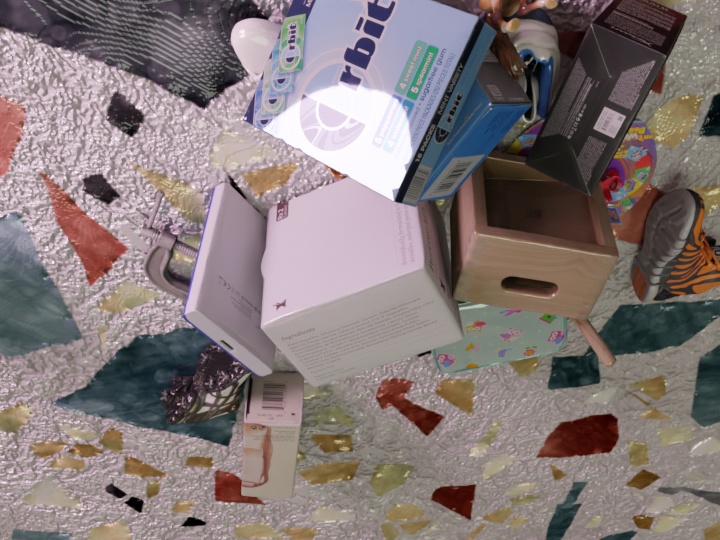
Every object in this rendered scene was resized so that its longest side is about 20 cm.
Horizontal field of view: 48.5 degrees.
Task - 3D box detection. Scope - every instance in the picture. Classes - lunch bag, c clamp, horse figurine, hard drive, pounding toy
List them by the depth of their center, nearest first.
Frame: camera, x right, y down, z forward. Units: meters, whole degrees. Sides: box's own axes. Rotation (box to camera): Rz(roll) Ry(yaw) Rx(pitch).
[{"bbox_3d":[0.151,-0.276,0.706,0.050,0.133,0.200,16,111,-17],"label":"horse figurine"},{"bbox_3d":[0.207,-0.016,0.915,0.200,0.184,0.142,9,133,-4],"label":"pounding toy"},{"bbox_3d":[-0.140,0.008,0.940,0.025,0.200,0.132,-23,132,26],"label":"hard drive"},{"bbox_3d":[-0.198,0.003,1.021,0.200,0.027,0.171,30,137,-15],"label":"c clamp"},{"bbox_3d":[0.183,0.065,1.109,0.200,0.077,0.161,-11,135,5],"label":"lunch bag"}]

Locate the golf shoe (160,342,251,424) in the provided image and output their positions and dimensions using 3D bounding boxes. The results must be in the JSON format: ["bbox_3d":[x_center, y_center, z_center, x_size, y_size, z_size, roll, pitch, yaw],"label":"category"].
[{"bbox_3d":[-0.204,0.164,1.185,0.200,0.078,0.094,-34,144,27],"label":"golf shoe"}]

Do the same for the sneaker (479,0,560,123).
[{"bbox_3d":[0.137,-0.177,0.825,0.080,0.147,0.200,12,131,-16],"label":"sneaker"}]

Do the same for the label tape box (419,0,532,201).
[{"bbox_3d":[0.061,-0.192,0.794,0.063,0.200,0.144,-12,155,-38],"label":"label tape box"}]

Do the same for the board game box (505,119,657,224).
[{"bbox_3d":[0.268,-0.107,0.976,0.200,0.039,0.158,0,134,-5],"label":"board game box"}]

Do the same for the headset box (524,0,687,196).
[{"bbox_3d":[0.251,-0.186,0.802,0.077,0.200,0.149,28,127,10],"label":"headset box"}]

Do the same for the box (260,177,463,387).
[{"bbox_3d":[0.000,0.000,0.945,0.200,0.199,0.131,-20,133,16],"label":"box"}]

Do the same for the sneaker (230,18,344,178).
[{"bbox_3d":[-0.063,-0.176,0.845,0.073,0.085,0.200,-18,135,38],"label":"sneaker"}]

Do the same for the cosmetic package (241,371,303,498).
[{"bbox_3d":[-0.139,0.259,1.250,0.087,0.103,0.200,3,132,-6],"label":"cosmetic package"}]

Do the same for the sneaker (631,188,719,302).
[{"bbox_3d":[0.434,-0.036,1.046,0.112,0.078,0.200,-6,145,-4],"label":"sneaker"}]

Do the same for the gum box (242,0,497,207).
[{"bbox_3d":[0.001,-0.177,0.740,0.045,0.200,0.170,6,111,-58],"label":"gum box"}]
